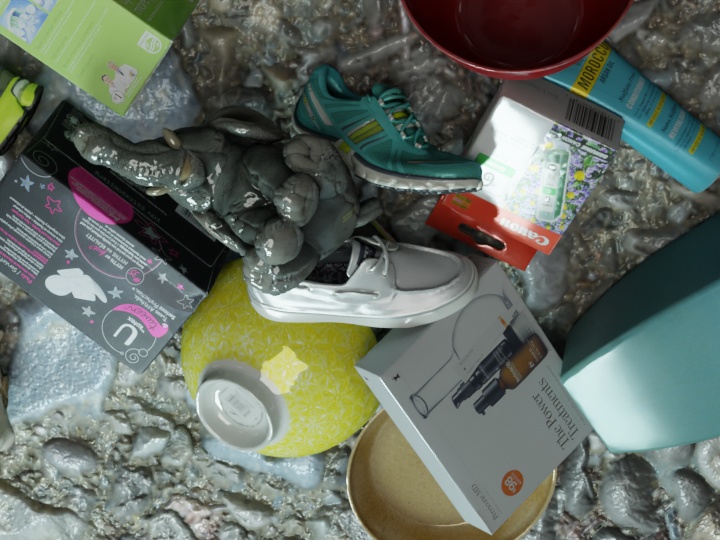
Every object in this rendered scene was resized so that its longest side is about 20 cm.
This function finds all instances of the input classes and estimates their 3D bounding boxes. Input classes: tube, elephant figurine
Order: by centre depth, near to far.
[{"bbox_3d":[-0.108,-0.080,1.518,0.199,0.142,0.156,25,155,26],"label":"elephant figurine"},{"bbox_3d":[0.226,-0.144,1.569,0.199,0.078,0.050,35,145,-11],"label":"tube"}]

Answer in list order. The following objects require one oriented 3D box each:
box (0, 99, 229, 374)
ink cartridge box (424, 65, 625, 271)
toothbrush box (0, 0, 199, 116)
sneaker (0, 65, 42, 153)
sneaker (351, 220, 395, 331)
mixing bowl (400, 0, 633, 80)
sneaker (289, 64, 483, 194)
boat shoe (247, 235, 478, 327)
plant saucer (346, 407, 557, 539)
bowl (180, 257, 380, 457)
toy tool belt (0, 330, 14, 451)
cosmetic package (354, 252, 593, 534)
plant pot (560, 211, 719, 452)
[{"bbox_3d":[-0.230,-0.030,1.632,0.200,0.132,0.115,38,116,-10],"label":"box"},{"bbox_3d":[0.134,-0.071,1.585,0.108,0.051,0.200,25,133,-4],"label":"ink cartridge box"},{"bbox_3d":[-0.244,-0.238,1.532,0.199,0.146,0.086,33,114,-8],"label":"toothbrush box"},{"bbox_3d":[-0.367,-0.109,1.645,0.081,0.074,0.200,40,105,-4],"label":"sneaker"},{"bbox_3d":[0.005,0.001,1.645,0.199,0.081,0.074,30,114,-7],"label":"sneaker"},{"bbox_3d":[0.127,-0.233,1.490,0.199,0.108,0.202,-1,73,5],"label":"mixing bowl"},{"bbox_3d":[0.020,-0.116,1.561,0.199,0.077,0.080,27,107,31],"label":"sneaker"},{"bbox_3d":[0.000,0.000,1.565,0.198,0.072,0.069,3,146,9],"label":"boat shoe"},{"bbox_3d":[0.084,0.184,1.731,0.199,0.035,0.202,-2,116,-4],"label":"plant saucer"},{"bbox_3d":[-0.088,0.098,1.649,0.199,0.108,0.201,16,129,21],"label":"bowl"},{"bbox_3d":[-0.431,0.120,1.746,0.198,0.125,0.124,-7,82,6],"label":"toy tool belt"},{"bbox_3d":[0.107,0.110,1.629,0.151,0.052,0.200,-43,117,-14],"label":"cosmetic package"},{"bbox_3d":[0.284,0.066,1.617,0.199,0.141,0.142,-30,108,24],"label":"plant pot"}]
